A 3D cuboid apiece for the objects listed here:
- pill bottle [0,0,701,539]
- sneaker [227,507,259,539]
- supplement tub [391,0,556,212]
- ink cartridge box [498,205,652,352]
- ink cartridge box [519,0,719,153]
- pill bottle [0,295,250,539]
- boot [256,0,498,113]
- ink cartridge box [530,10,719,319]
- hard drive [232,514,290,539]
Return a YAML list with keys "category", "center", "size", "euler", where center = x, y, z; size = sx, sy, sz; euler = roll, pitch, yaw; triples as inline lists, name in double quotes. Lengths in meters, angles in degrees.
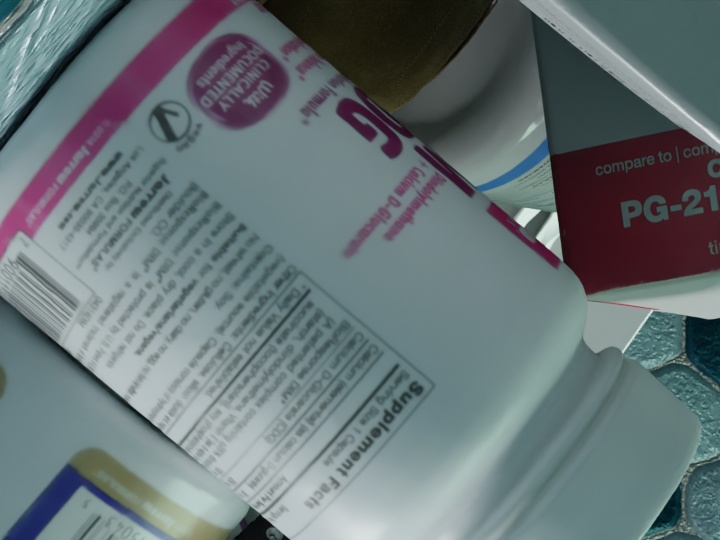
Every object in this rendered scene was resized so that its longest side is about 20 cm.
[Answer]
- category: "pill bottle"
  center: [-0.007, 0.015, 0.576]
  size: [0.113, 0.200, 0.113]
  euler: [-50, -179, 1]
- category: "sneaker"
  center: [-0.089, 0.076, 0.787]
  size: [0.078, 0.200, 0.140]
  euler: [-17, -149, 18]
- category: "supplement tub"
  center: [0.079, -0.089, 0.797]
  size: [0.200, 0.132, 0.132]
  euler: [4, 133, -53]
- category: "ink cartridge box"
  center: [0.083, -0.019, 1.012]
  size: [0.129, 0.125, 0.200]
  euler: [-56, -173, 4]
- category: "ink cartridge box"
  center: [0.058, -0.103, 0.474]
  size: [0.084, 0.145, 0.200]
  euler: [-50, -179, 8]
- category: "pill bottle"
  center: [-0.140, 0.109, 0.624]
  size: [0.200, 0.120, 0.120]
  euler: [-49, -179, 0]
- category: "boot"
  center: [-0.023, -0.066, 0.673]
  size: [0.200, 0.075, 0.074]
  euler: [-44, -171, 44]
- category: "ink cartridge box"
  center: [0.118, -0.090, 0.655]
  size: [0.084, 0.200, 0.145]
  euler: [-10, 172, 26]
- category: "hard drive"
  center: [-0.001, 0.109, 0.710]
  size: [0.200, 0.038, 0.140]
  euler: [-37, 154, -43]
